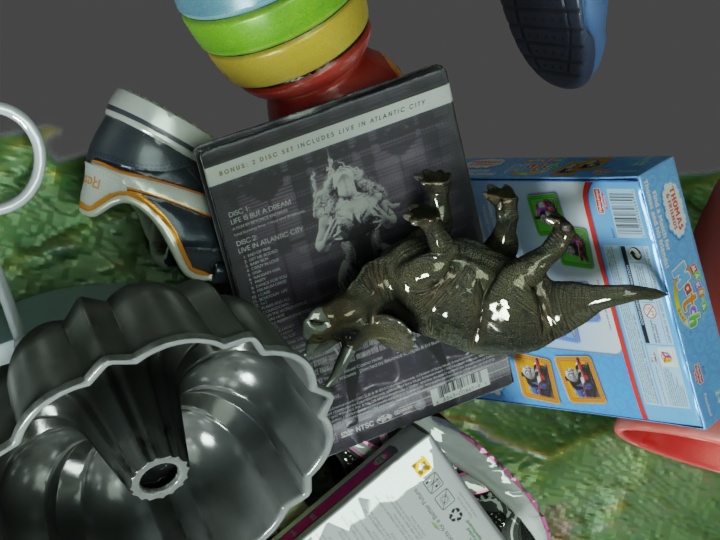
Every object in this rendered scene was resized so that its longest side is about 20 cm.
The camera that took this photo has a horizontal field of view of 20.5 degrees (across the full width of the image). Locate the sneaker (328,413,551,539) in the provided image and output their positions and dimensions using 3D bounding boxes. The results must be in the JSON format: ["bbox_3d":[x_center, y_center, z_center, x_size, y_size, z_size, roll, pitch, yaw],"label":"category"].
[{"bbox_3d":[0.025,0.121,1.215,0.200,0.080,0.086,42,88,-13],"label":"sneaker"}]

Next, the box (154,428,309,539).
[{"bbox_3d":[-0.071,0.150,1.182,0.075,0.050,0.201,-42,112,-12],"label":"box"}]

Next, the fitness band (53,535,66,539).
[{"bbox_3d":[-0.196,0.241,1.087,0.142,0.037,0.202,7,81,-6],"label":"fitness band"}]

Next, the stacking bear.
[{"bbox_3d":[-0.039,-0.145,1.117,0.113,0.121,0.201,-32,118,-13],"label":"stacking bear"}]

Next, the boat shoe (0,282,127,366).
[{"bbox_3d":[-0.205,0.081,1.103,0.199,0.071,0.092,-24,109,-12],"label":"boat shoe"}]

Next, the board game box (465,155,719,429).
[{"bbox_3d":[0.116,0.009,1.159,0.036,0.199,0.153,-30,111,-36],"label":"board game box"}]

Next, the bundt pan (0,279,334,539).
[{"bbox_3d":[-0.118,0.083,1.048,0.200,0.076,0.203,-18,139,-16],"label":"bundt pan"}]

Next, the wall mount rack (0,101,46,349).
[{"bbox_3d":[-0.251,-0.021,1.049,0.198,0.074,0.176,-12,95,-21],"label":"wall mount rack"}]

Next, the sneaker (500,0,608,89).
[{"bbox_3d":[0.128,-0.209,1.195,0.082,0.074,0.202,-24,117,-35],"label":"sneaker"}]

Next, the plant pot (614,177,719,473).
[{"bbox_3d":[0.274,0.041,1.251,0.199,0.200,0.179,19,82,-26],"label":"plant pot"}]

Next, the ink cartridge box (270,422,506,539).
[{"bbox_3d":[-0.014,0.188,1.152,0.200,0.037,0.095,-40,111,-11],"label":"ink cartridge box"}]

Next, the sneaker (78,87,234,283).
[{"bbox_3d":[-0.071,-0.025,1.137,0.199,0.078,0.080,27,87,-21],"label":"sneaker"}]

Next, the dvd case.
[{"bbox_3d":[0.000,0.000,1.121,0.147,0.016,0.202,-20,115,-13],"label":"dvd case"}]

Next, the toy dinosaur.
[{"bbox_3d":[0.064,0.008,1.090,0.198,0.077,0.103,3,119,-8],"label":"toy dinosaur"}]
